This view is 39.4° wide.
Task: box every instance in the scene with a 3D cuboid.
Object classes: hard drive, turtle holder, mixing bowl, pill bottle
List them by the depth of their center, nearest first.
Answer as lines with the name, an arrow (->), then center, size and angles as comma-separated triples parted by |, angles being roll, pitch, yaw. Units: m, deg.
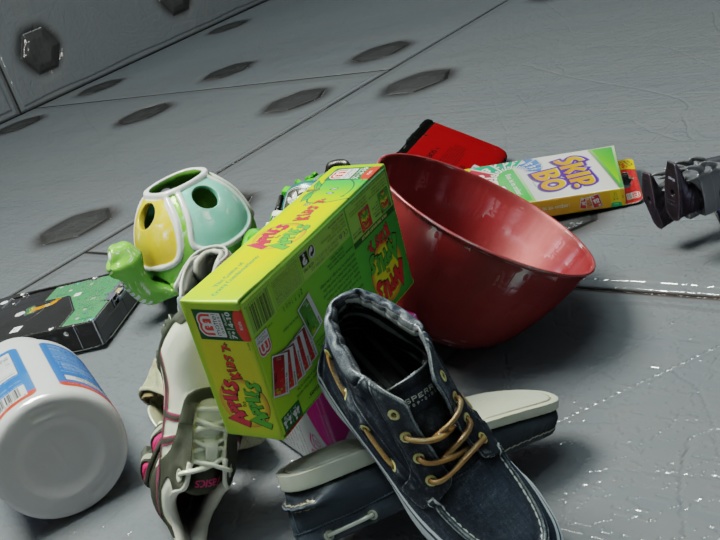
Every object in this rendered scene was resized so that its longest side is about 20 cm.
mixing bowl -> 0.084, -0.006, 0.851 | 0.200, 0.109, 0.200 | 22, 22, -10
pill bottle -> -0.280, 0.125, 0.878 | 0.112, 0.112, 0.200 | -26, 24, -18
turtle holder -> -0.210, -0.038, 1.167 | 0.185, 0.132, 0.141 | -24, 24, -15
hard drive -> -0.369, 0.060, 1.189 | 0.199, 0.038, 0.140 | -13, 23, 14

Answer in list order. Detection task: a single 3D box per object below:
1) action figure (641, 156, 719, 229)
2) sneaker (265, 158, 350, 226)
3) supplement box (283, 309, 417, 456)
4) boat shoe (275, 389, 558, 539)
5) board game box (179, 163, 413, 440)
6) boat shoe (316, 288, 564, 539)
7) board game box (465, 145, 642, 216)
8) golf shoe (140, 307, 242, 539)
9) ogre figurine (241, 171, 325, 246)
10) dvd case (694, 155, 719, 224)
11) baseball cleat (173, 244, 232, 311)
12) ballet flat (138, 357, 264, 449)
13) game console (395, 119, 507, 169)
action figure -> 0.356, -0.092, 0.888 | 0.199, 0.070, 0.130 | -17, 13, -8
sneaker -> -0.053, -0.027, 0.825 | 0.071, 0.080, 0.200 | -4, 26, 29
supplement box -> -0.036, 0.077, 0.814 | 0.103, 0.101, 0.200 | -28, 25, -23
boat shoe -> 0.045, 0.132, 0.673 | 0.199, 0.062, 0.075 | -17, 4, -17
board game box -> -0.035, 0.014, 0.693 | 0.048, 0.102, 0.200 | 1, 30, 31
boat shoe -> 0.044, 0.100, 0.594 | 0.071, 0.091, 0.200 | -38, 68, -19
board game box -> 0.197, -0.091, 1.087 | 0.199, 0.030, 0.096 | -6, 34, 11
golf shoe -> -0.105, 0.106, 0.708 | 0.077, 0.200, 0.088 | 1, 36, -21
ogre figurine -> -0.066, -0.047, 1.111 | 0.200, 0.098, 0.120 | -32, 11, -40
dvd case -> 0.403, -0.077, 0.932 | 0.150, 0.025, 0.200 | -12, 24, 14
baseball cleat -> -0.112, 0.019, 0.961 | 0.070, 0.107, 0.200 | -4, 15, 18
ballet flat -> -0.140, 0.125, 0.860 | 0.062, 0.067, 0.200 | -53, 27, -9
game console -> 0.064, -0.092, 1.234 | 0.172, 0.119, 0.200 | 23, 37, 12
